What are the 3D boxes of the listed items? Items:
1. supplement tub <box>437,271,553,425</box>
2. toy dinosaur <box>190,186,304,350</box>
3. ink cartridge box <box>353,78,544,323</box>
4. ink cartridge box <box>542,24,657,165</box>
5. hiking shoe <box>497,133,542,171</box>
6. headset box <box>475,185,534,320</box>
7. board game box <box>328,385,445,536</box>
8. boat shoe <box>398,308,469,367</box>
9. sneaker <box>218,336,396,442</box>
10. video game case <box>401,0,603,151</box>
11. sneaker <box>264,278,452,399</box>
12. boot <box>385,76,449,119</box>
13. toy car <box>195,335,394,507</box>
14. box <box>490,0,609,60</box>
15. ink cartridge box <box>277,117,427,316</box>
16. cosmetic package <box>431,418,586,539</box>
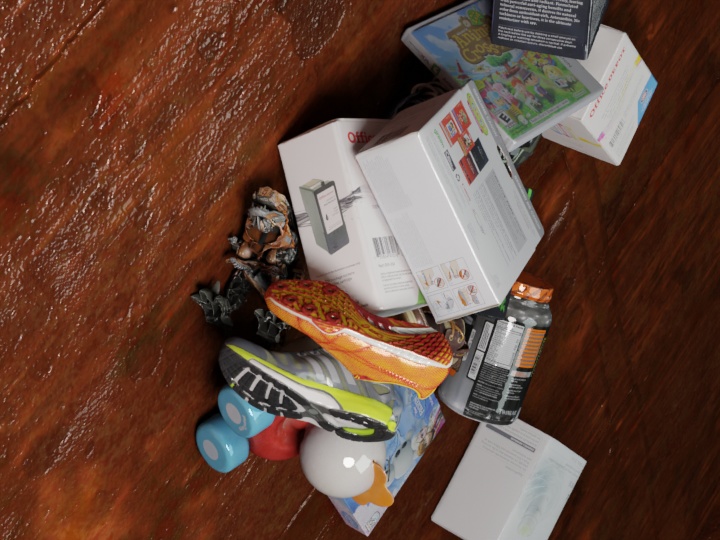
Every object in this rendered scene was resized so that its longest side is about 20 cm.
[{"bbox_3d":[0.190,0.102,1.948,0.122,0.122,0.202,0,111,-57],"label":"supplement tub"},{"bbox_3d":[-0.092,0.011,1.480,0.201,0.101,0.136,62,41,-33],"label":"toy dinosaur"},{"bbox_3d":[0.100,-0.077,1.491,0.202,0.083,0.176,63,33,-14],"label":"ink cartridge box"},{"bbox_3d":[0.287,-0.246,1.846,0.130,0.124,0.200,-63,150,-3],"label":"ink cartridge box"},{"bbox_3d":[0.137,-0.153,1.600,0.200,0.076,0.101,-41,148,-19],"label":"hiking shoe"},{"bbox_3d":[0.129,-0.037,1.747,0.200,0.092,0.176,16,87,-63],"label":"headset box"},{"bbox_3d":[0.025,0.222,1.854,0.200,0.043,0.201,-53,148,-18],"label":"board game box"},{"bbox_3d":[0.100,0.078,1.817,0.071,0.073,0.200,-29,151,4],"label":"boat shoe"},{"bbox_3d":[-0.051,0.108,1.437,0.074,0.198,0.082,-44,-153,51],"label":"sneaker"},{"bbox_3d":[0.167,-0.238,1.622,0.199,0.182,0.022,-32,164,-43],"label":"video game case"},{"bbox_3d":[-0.008,0.072,1.393,0.078,0.198,0.073,-63,180,34],"label":"sneaker"},{"bbox_3d":[0.093,-0.193,1.631,0.201,0.072,0.090,-58,155,-11],"label":"boot"},{"bbox_3d":[-0.041,0.187,1.530,0.184,0.201,0.177,-30,165,-36],"label":"toy car"},{"bbox_3d":[0.230,-0.384,1.606,0.201,0.122,0.200,-64,161,-47],"label":"box"},{"bbox_3d":[0.006,-0.052,1.495,0.145,0.083,0.202,-6,81,-56],"label":"ink cartridge box"},{"bbox_3d":[0.235,0.342,2.194,0.201,0.122,0.199,-61,149,-4],"label":"cosmetic package"}]
